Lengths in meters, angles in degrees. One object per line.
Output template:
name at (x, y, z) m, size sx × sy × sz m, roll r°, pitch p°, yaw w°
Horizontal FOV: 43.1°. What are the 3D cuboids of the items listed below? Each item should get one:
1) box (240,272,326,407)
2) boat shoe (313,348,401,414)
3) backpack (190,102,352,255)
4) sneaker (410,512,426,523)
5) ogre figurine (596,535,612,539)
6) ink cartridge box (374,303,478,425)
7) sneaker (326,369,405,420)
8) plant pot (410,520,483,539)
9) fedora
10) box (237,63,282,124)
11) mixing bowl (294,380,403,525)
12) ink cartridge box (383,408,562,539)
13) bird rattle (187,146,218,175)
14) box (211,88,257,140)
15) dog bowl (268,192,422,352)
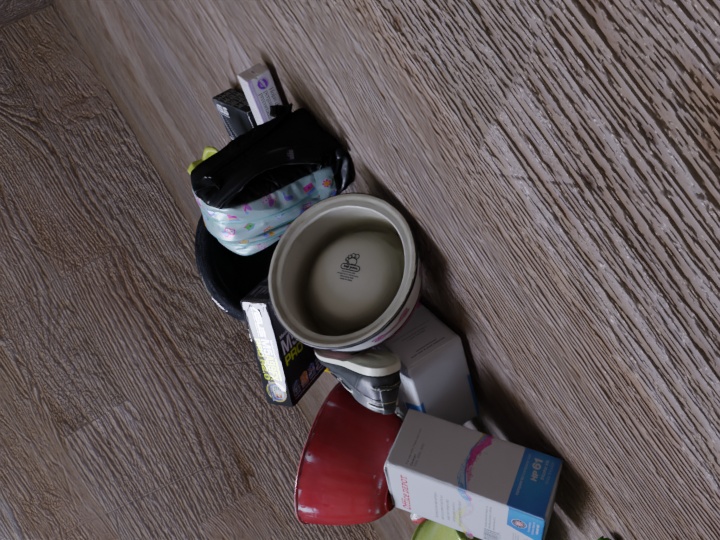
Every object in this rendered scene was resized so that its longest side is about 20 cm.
box at (-0.077, 0.063, 1.247) m, size 0.044 × 0.200 × 0.162 m, roll 4°, pitch 119°, yaw 28°
boat shoe at (-0.007, 0.130, 1.163) m, size 0.200 × 0.071 × 0.069 m, roll 19°, pitch 122°, yaw 64°
backpack at (-0.124, -0.116, 1.225) m, size 0.167 × 0.199 × 0.127 m, roll 44°, pitch 160°, yaw 45°
sneaker at (0.084, 0.257, 1.289) m, size 0.078 × 0.081 × 0.202 m, roll 106°, pitch 172°, yaw -60°
ogre figurine at (0.280, 0.413, 1.047) m, size 0.098 × 0.119 × 0.201 m, roll 43°, pitch 158°, yaw 49°
ink cartridge box at (0.063, 0.113, 1.243) m, size 0.200 × 0.084 × 0.146 m, roll 44°, pitch 158°, yaw 52°
sneaker at (0.016, 0.191, 1.380) m, size 0.200 × 0.082 × 0.078 m, roll 47°, pitch 139°, yaw 17°
plant pot at (0.173, 0.375, 1.258) m, size 0.201 × 0.199 × 0.185 m, roll 51°, pitch 153°, yaw 29°
fedora at (-0.157, -0.015, 1.329) m, size 0.202 × 0.199 × 0.092 m, roll 59°, pitch 157°, yaw 2°
box at (-0.123, -0.204, 1.349) m, size 0.041 × 0.038 × 0.202 m, roll 41°, pitch 157°, yaw 53°
mixing bowl at (0.004, 0.253, 1.204) m, size 0.107 × 0.201 × 0.201 m, roll 15°, pitch 148°, yaw 18°
ink cartridge box at (0.138, 0.263, 1.122) m, size 0.198 × 0.085 × 0.145 m, roll 15°, pitch 148°, yaw 17°
bird rattle at (-0.179, -0.111, 1.408) m, size 0.163 × 0.112 × 0.202 m, roll -39°, pitch 69°, yaw 54°
box at (-0.168, -0.201, 1.533) m, size 0.200 × 0.047 × 0.195 m, roll 35°, pitch 153°, yaw 59°
dog bowl at (-0.011, 0.010, 1.129) m, size 0.201 × 0.200 × 0.074 m, roll 51°, pitch -176°, yaw 31°
